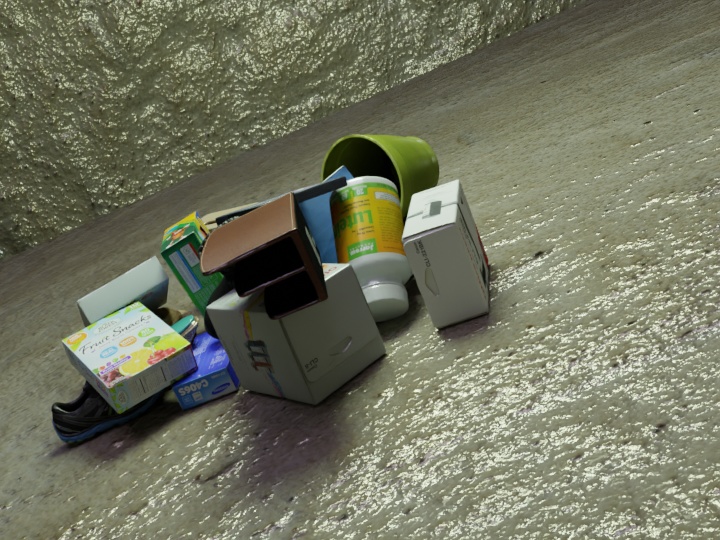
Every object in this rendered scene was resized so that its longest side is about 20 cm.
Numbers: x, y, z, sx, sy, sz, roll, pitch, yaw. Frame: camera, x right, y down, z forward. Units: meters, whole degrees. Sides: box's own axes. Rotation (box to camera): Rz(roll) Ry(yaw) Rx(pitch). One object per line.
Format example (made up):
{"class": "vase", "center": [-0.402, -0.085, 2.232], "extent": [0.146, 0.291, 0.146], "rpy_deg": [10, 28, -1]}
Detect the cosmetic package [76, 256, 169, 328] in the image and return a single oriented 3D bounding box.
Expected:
{"class": "cosmetic package", "center": [-0.410, 0.055, 1.704], "extent": [0.150, 0.052, 0.200], "rpy_deg": [-34, -5, -17]}

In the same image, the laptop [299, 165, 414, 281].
{"class": "laptop", "center": [-0.020, -0.039, 1.563], "extent": [0.187, 0.117, 0.199], "rpy_deg": [-40, 40, -13]}

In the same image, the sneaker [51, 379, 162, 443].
{"class": "sneaker", "center": [-0.396, 0.199, 1.550], "extent": [0.198, 0.084, 0.071], "rpy_deg": [-26, 18, -7]}

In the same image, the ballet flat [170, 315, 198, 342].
{"class": "ballet flat", "center": [-0.336, 0.147, 1.628], "extent": [0.199, 0.066, 0.071], "rpy_deg": [-31, 18, 14]}

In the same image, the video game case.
{"class": "video game case", "center": [-0.125, -0.105, 1.512], "extent": [0.142, 0.019, 0.199], "rpy_deg": [-22, 7, -29]}

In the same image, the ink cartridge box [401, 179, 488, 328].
{"class": "ink cartridge box", "center": [0.127, -0.027, 1.430], "extent": [0.083, 0.146, 0.200], "rpy_deg": [-18, 19, 15]}

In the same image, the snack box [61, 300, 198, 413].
{"class": "snack box", "center": [-0.362, 0.130, 1.527], "extent": [0.141, 0.054, 0.199], "rpy_deg": [-28, 33, -26]}

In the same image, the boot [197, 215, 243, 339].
{"class": "boot", "center": [-0.200, 0.012, 1.498], "extent": [0.212, 0.079, 0.157], "rpy_deg": [-53, -22, 9]}

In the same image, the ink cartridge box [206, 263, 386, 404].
{"class": "ink cartridge box", "center": [-0.092, 0.083, 1.392], "extent": [0.145, 0.146, 0.199], "rpy_deg": [-34, 21, -32]}

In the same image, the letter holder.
{"class": "letter holder", "center": [-0.131, -0.010, 1.305], "extent": [0.141, 0.102, 0.200], "rpy_deg": [-24, 18, 2]}

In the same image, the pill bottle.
{"class": "pill bottle", "center": [0.018, -0.030, 1.489], "extent": [0.109, 0.203, 0.111], "rpy_deg": [-7, -25, -4]}

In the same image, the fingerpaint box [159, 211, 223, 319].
{"class": "fingerpaint box", "center": [-0.264, 0.012, 1.717], "extent": [0.073, 0.201, 0.167], "rpy_deg": [-31, 16, 1]}

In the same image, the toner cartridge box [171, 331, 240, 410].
{"class": "toner cartridge box", "center": [-0.232, 0.145, 1.562], "extent": [0.094, 0.044, 0.200], "rpy_deg": [-22, 17, 9]}

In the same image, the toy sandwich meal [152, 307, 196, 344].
{"class": "toy sandwich meal", "center": [-0.391, 0.135, 1.770], "extent": [0.203, 0.071, 0.205], "rpy_deg": [-25, 16, 8]}

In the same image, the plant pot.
{"class": "plant pot", "center": [0.057, -0.186, 1.955], "extent": [0.199, 0.203, 0.192], "rpy_deg": [-8, 11, 40]}

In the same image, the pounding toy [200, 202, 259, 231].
{"class": "pounding toy", "center": [-0.246, -0.035, 1.869], "extent": [0.198, 0.186, 0.142], "rpy_deg": [-9, 22, 38]}
